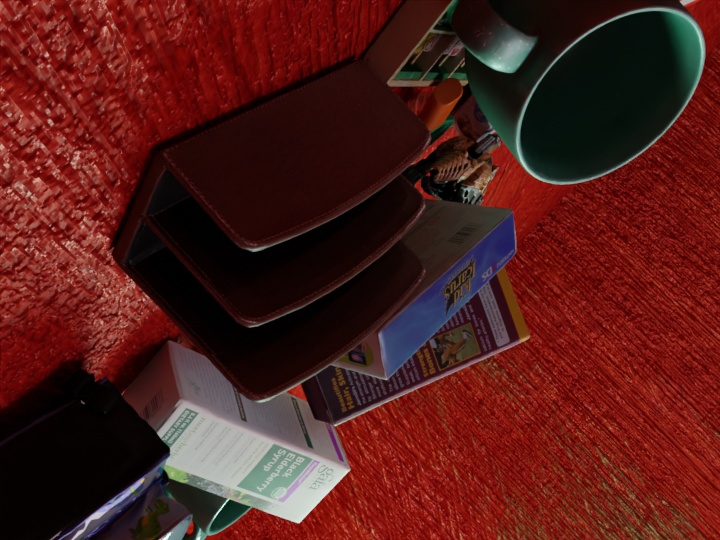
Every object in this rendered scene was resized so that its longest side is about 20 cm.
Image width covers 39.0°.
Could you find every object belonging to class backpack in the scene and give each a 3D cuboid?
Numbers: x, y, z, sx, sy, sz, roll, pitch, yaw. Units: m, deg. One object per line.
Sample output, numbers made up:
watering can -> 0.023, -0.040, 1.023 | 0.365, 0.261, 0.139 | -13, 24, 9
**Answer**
backpack -> -0.228, 0.199, 0.754 | 0.182, 0.147, 0.200 | -36, 170, -32

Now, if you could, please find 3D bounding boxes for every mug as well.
mug -> -0.154, 0.193, 1.074 | 0.185, 0.114, 0.152 | -41, 165, -19
mug -> 0.145, -0.164, 0.715 | 0.151, 0.115, 0.185 | -30, 144, 4

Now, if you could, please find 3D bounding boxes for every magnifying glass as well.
magnifying glass -> 0.057, -0.128, 0.889 | 0.079, 0.022, 0.200 | -37, 180, -9

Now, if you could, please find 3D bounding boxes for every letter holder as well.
letter holder -> -0.030, -0.028, 0.651 | 0.199, 0.142, 0.101 | -35, 167, -45

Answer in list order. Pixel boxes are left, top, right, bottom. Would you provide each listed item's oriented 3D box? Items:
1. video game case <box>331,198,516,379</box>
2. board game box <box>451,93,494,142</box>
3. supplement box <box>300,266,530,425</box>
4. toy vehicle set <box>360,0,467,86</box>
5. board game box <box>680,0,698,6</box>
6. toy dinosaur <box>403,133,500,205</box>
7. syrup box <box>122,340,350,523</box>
video game case -> 0.000, 0.000, 0.814 | 0.200, 0.180, 0.046 | -38, 129, -43
board game box -> 0.200, -0.211, 0.986 | 0.198, 0.041, 0.200 | -33, 178, -17
supplement box -> 0.035, 0.047, 0.909 | 0.198, 0.112, 0.086 | -21, -179, -15
toy vehicle set -> 0.082, -0.197, 0.773 | 0.124, 0.027, 0.200 | -50, 170, 23
board game box -> 0.242, -0.271, 0.810 | 0.198, 0.046, 0.152 | -27, 150, -19
toy dinosaur -> 0.082, -0.090, 0.996 | 0.136, 0.102, 0.200 | -44, 150, 9
syrup box -> -0.110, 0.148, 0.909 | 0.199, 0.082, 0.079 | 31, 110, -36
